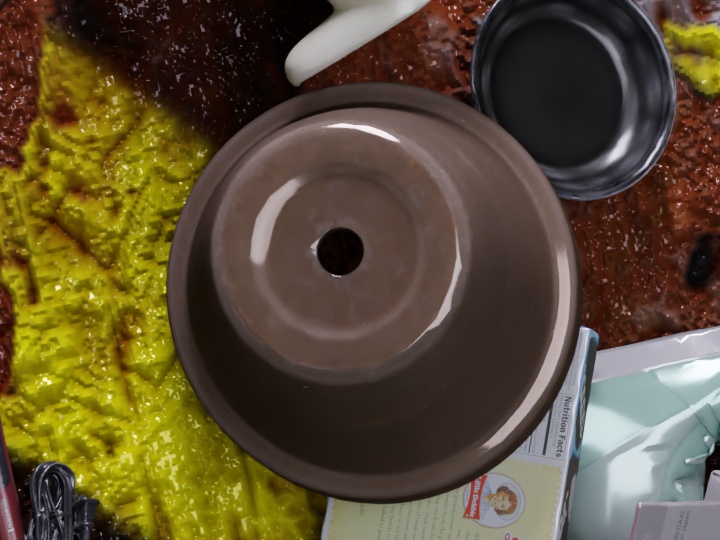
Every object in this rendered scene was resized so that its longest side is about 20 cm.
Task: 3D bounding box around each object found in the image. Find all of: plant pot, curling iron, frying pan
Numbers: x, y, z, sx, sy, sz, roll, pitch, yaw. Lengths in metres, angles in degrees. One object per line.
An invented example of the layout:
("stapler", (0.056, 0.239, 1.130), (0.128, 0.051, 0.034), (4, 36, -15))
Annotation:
("plant pot", (0.000, 0.000, 1.244), (0.199, 0.175, 0.202), (-1, 82, 6))
("curling iron", (-0.174, 0.048, 1.293), (0.049, 0.025, 0.201), (-22, 92, -41))
("frying pan", (0.109, -0.129, 1.390), (0.114, 0.031, 0.191), (11, 77, -21))

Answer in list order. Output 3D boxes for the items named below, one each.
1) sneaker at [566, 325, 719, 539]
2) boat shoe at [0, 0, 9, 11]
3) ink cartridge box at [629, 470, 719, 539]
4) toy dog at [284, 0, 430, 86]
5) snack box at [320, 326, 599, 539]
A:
("sneaker", (0.176, 0.089, 1.394), (0.199, 0.074, 0.119), (-12, 87, -11))
("boat shoe", (-0.210, -0.050, 1.178), (0.072, 0.072, 0.201), (27, 85, -9))
("ink cartridge box", (0.165, 0.199, 1.353), (0.175, 0.045, 0.201), (4, 104, -37))
("toy dog", (-0.015, -0.216, 1.270), (0.201, 0.193, 0.140), (55, 36, -8))
("snack box", (0.042, 0.119, 1.336), (0.115, 0.037, 0.201), (9, 85, 13))
